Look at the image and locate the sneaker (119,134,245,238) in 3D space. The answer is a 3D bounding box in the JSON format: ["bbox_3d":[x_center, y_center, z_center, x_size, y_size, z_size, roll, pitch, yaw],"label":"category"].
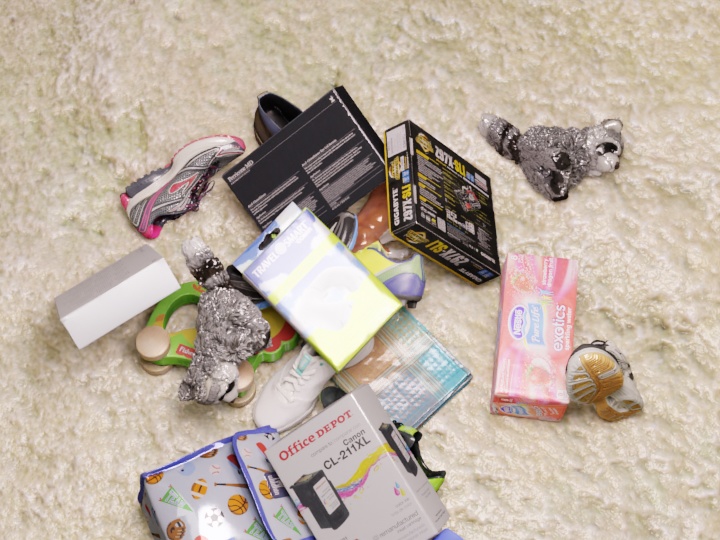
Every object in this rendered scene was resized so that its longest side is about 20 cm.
[{"bbox_3d":[-0.241,-0.122,1.714,0.199,0.081,0.075,-34,75,13],"label":"sneaker"}]

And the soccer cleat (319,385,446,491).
[{"bbox_3d":[0.030,0.216,1.575,0.200,0.067,0.081,47,116,9],"label":"soccer cleat"}]

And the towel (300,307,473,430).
[{"bbox_3d":[0.035,0.123,1.650,0.146,0.022,0.200,-41,73,-14],"label":"towel"}]

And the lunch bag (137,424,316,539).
[{"bbox_3d":[-0.159,0.304,1.533,0.198,0.124,0.171,-18,68,-23],"label":"lunch bag"}]

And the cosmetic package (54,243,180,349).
[{"bbox_3d":[-0.324,0.030,1.602,0.150,0.200,0.052,-34,104,-10],"label":"cosmetic package"}]

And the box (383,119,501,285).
[{"bbox_3d":[0.112,-0.088,1.637,0.049,0.199,0.162,-24,56,32],"label":"box"}]

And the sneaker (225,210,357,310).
[{"bbox_3d":[-0.091,-0.020,1.609,0.198,0.083,0.071,-29,29,5],"label":"sneaker"}]

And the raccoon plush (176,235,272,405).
[{"bbox_3d":[-0.208,0.076,1.549,0.134,0.097,0.201,-37,86,-26],"label":"raccoon plush"}]

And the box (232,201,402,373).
[{"bbox_3d":[-0.057,0.017,1.553,0.200,0.048,0.122,44,81,5],"label":"box"}]

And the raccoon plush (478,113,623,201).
[{"bbox_3d":[0.282,-0.196,1.730,0.133,0.097,0.200,-35,70,-21],"label":"raccoon plush"}]

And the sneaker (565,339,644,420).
[{"bbox_3d":[0.302,0.125,1.561,0.075,0.200,0.089,-21,59,17],"label":"sneaker"}]

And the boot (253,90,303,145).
[{"bbox_3d":[-0.088,-0.167,1.725,0.075,0.097,0.200,-39,73,-14],"label":"boot"}]

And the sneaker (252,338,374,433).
[{"bbox_3d":[-0.072,0.132,1.601,0.200,0.089,0.075,-44,73,-1],"label":"sneaker"}]

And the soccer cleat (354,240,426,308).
[{"bbox_3d":[0.001,0.000,1.640,0.198,0.064,0.085,8,88,30],"label":"soccer cleat"}]

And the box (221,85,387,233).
[{"bbox_3d":[-0.067,-0.136,1.660,0.199,0.079,0.142,-35,97,15],"label":"box"}]

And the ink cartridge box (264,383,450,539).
[{"bbox_3d":[-0.005,0.266,1.514,0.145,0.083,0.201,-34,84,15],"label":"ink cartridge box"}]

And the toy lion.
[{"bbox_3d":[-0.182,0.073,1.658,0.198,0.069,0.193,19,63,9],"label":"toy lion"}]

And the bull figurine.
[{"bbox_3d":[0.048,-0.079,1.701,0.121,0.065,0.201,30,77,21],"label":"bull figurine"}]

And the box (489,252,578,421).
[{"bbox_3d":[0.231,0.088,1.620,0.101,0.095,0.203,7,69,5],"label":"box"}]

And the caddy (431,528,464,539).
[{"bbox_3d":[0.122,0.413,1.472,0.105,0.142,0.200,-41,73,-19],"label":"caddy"}]
